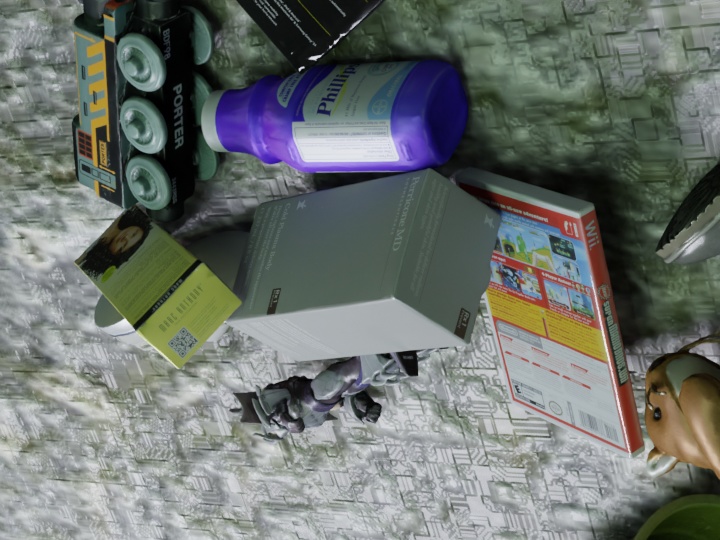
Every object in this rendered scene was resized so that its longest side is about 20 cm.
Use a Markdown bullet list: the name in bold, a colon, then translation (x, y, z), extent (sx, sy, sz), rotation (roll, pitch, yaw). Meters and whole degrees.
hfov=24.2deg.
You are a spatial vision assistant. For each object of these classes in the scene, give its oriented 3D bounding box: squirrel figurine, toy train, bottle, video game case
- **squirrel figurine**: translation (0.283, 0.128, 1.154), extent (0.200, 0.142, 0.186), rotation (47, 158, -24)
- **toy train**: translation (-0.174, -0.135, 1.305), extent (0.113, 0.085, 0.202), rotation (23, 131, 28)
- **bottle**: translation (-0.023, -0.111, 1.224), extent (0.198, 0.084, 0.066), rotation (2, 133, 31)
- **video game case**: translation (0.138, 0.030, 1.224), extent (0.143, 0.017, 0.202), rotation (23, 135, 53)

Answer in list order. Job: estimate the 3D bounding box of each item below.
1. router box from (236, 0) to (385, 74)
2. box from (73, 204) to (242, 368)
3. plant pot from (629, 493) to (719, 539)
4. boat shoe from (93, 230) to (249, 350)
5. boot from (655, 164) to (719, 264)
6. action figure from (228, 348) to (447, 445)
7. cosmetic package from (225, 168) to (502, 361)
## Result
- **router box**: translation (-0.053, -0.257, 1.163), extent (0.200, 0.051, 0.149), rotation (49, 130, -7)
- **box**: translation (-0.164, 0.008, 1.322), extent (0.050, 0.075, 0.200), rotation (46, 173, -28)
- **plant pot**: translation (0.222, 0.293, 1.305), extent (0.200, 0.200, 0.190), rotation (48, 145, -7)
- **boat shoe**: translation (-0.134, 0.026, 1.406), extent (0.199, 0.071, 0.070), rotation (-21, 136, 35)
- **boot**: translation (0.319, -0.004, 1.111), extent (0.200, 0.073, 0.182), rotation (40, 135, -8)
- **action figure**: translation (-0.021, 0.094, 1.345), extent (0.200, 0.130, 0.070), rotation (-37, 74, 37)
- **cosmetic package**: translation (0.000, 0.000, 1.234), extent (0.090, 0.108, 0.199), rotation (29, 154, -32)
